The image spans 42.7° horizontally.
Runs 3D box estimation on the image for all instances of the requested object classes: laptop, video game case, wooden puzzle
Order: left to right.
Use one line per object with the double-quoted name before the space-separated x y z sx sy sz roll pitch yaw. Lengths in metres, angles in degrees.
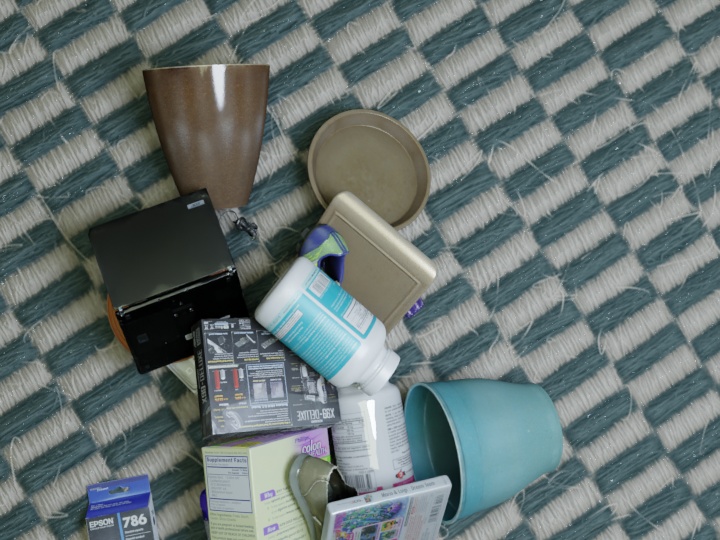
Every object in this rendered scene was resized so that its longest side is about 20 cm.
"laptop" -0.264 0.018 1.298 0.175 0.104 0.202 -20 134 -12
"wooden puzzle" 0.000 0.000 1.361 0.184 0.201 0.037 39 42 1
"video game case" 0.028 0.375 1.288 0.179 0.024 0.202 -8 131 -21

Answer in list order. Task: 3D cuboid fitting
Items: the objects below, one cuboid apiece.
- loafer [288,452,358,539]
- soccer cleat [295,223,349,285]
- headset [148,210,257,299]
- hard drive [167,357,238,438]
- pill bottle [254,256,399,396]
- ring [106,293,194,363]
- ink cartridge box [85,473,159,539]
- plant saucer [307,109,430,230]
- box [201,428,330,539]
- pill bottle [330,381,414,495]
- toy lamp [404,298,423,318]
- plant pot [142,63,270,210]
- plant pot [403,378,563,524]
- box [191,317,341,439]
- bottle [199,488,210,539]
"loafer" -0.035 0.341 1.290 0.069 0.076 0.202 -2 129 32
"soccer cleat" -0.067 0.025 1.343 0.064 0.202 0.084 -22 54 -41
"headset" -0.250 -0.029 1.361 0.198 0.094 0.125 -26 75 15
"hard drive" -0.193 0.146 1.394 0.140 0.038 0.200 -44 90 -5
"pill bottle" -0.041 0.083 1.269 0.199 0.111 0.111 41 86 -5
"ring" -0.283 0.041 1.377 0.197 0.019 0.204 -2 73 6
"ink cartridge box" -0.350 0.414 1.371 0.098 0.039 0.204 -11 88 -4
"plant saucer" 0.012 -0.147 1.397 0.197 0.029 0.204 6 71 -18
"box" -0.125 0.336 1.313 0.095 0.175 0.204 -6 89 36
"pill bottle" 0.012 0.232 1.367 0.111 0.113 0.204 -9 88 -4
"toy lamp" 0.024 -0.015 1.407 0.058 0.058 0.201 -36 90 -5
"plant pot" -0.218 -0.194 1.350 0.183 0.187 0.204 -4 101 -4
"plant pot" 0.185 0.247 1.349 0.185 0.200 0.204 -9 88 -20
"box" -0.131 0.147 1.296 0.197 0.050 0.161 -1 74 -29
"bottle" -0.189 0.419 1.359 0.064 0.084 0.204 -11 88 -5
